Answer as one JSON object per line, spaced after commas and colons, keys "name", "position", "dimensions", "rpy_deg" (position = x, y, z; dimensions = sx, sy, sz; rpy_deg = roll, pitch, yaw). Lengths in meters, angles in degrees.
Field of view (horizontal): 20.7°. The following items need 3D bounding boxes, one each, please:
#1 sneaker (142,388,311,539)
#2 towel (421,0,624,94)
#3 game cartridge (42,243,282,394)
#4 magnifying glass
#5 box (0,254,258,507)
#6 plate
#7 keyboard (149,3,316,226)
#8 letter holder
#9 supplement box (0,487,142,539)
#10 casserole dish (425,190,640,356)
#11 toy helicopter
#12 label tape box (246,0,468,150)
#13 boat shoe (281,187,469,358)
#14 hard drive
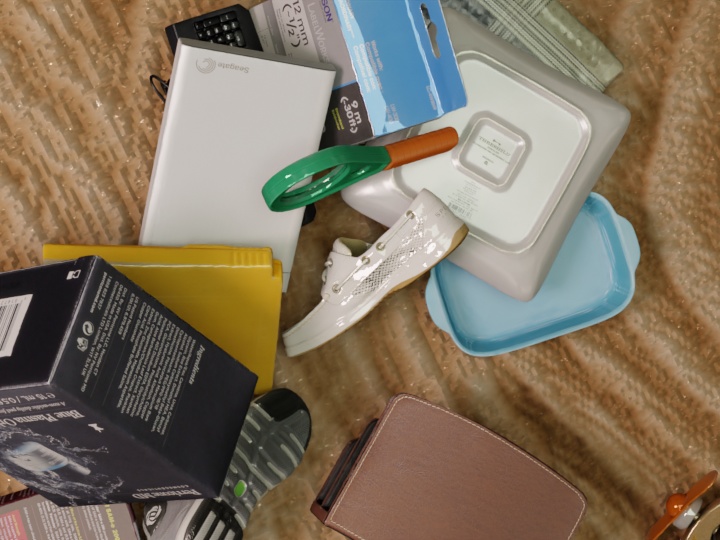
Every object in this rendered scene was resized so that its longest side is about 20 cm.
{"name": "sneaker", "position": [-0.131, 0.183, 1.723], "dimensions": [0.075, 0.115, 0.200], "rpy_deg": [53, 49, -20]}
{"name": "towel", "position": [0.108, -0.177, 1.769], "dimensions": [0.200, 0.035, 0.193], "rpy_deg": [42, 83, -4]}
{"name": "game cartridge", "position": [-0.170, 0.043, 1.679], "dimensions": [0.200, 0.176, 0.032], "rpy_deg": [0, 49, -8]}
{"name": "magnifying glass", "position": [0.002, -0.090, 1.642], "dimensions": [0.200, 0.080, 0.022], "rpy_deg": [-17, 73, -37]}
{"name": "box", "position": [-0.227, 0.095, 1.575], "dimensions": [0.200, 0.197, 0.118], "rpy_deg": [39, 55, -38]}
{"name": "plate", "position": [0.113, -0.103, 1.732], "dimensions": [0.199, 0.032, 0.200], "rpy_deg": [29, 86, -5]}
{"name": "keyboard", "position": [-0.108, -0.122, 1.678], "dimensions": [0.104, 0.040, 0.200], "rpy_deg": [-21, 94, -18]}
{"name": "letter holder", "position": [0.080, 0.204, 1.736], "dimensions": [0.200, 0.101, 0.142], "rpy_deg": [30, 86, -7]}
{"name": "supplement box", "position": [-0.291, 0.247, 1.709], "dimensions": [0.200, 0.061, 0.109], "rpy_deg": [-16, 94, -6]}
{"name": "casserole dish", "position": [0.152, 0.002, 1.770], "dimensions": [0.200, 0.039, 0.121], "rpy_deg": [-18, 94, -6]}
{"name": "toy helicopter", "position": [0.294, 0.262, 1.778], "dimensions": [0.200, 0.079, 0.132], "rpy_deg": [-29, 101, 7]}
{"name": "label tape box", "position": [-0.007, -0.180, 1.665], "dimensions": [0.066, 0.200, 0.143], "rpy_deg": [-19, 93, -34]}
{"name": "boat shoe", "position": [0.000, 0.000, 1.718], "dimensions": [0.200, 0.071, 0.069], "rpy_deg": [-38, 94, 16]}
{"name": "hard drive", "position": [-0.106, -0.085, 1.645], "dimensions": [0.132, 0.027, 0.200], "rpy_deg": [9, 109, -14]}
